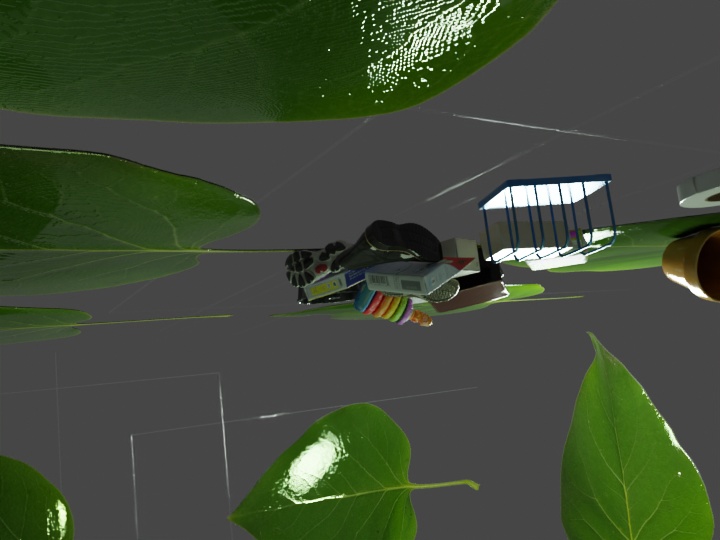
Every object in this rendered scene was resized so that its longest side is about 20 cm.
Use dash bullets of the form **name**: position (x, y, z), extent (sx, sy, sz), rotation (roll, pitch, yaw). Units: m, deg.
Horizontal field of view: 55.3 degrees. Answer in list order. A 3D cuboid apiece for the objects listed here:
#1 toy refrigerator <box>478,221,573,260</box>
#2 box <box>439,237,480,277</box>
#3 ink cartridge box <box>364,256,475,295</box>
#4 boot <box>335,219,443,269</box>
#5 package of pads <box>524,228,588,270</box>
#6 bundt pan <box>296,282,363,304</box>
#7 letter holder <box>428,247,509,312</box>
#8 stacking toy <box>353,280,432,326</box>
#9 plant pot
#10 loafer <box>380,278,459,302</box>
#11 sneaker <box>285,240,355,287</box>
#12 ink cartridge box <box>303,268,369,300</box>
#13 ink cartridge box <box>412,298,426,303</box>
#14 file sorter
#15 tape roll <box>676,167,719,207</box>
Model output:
- **toy refrigerator**: position (0.370, -0.070, 1.537), extent (0.197, 0.071, 0.076), rotation (-3, 163, -26)
- **box**: position (0.183, -0.017, 1.672), extent (0.198, 0.079, 0.094), rotation (-16, 166, 42)
- **ink cartridge box**: position (0.130, -0.010, 1.478), extent (0.159, 0.048, 0.199), rotation (3, -155, 41)
- **boot**: position (0.059, -0.037, 1.408), extent (0.198, 0.078, 0.138), rotation (16, 145, -34)
- **package of pads**: position (0.491, -0.052, 1.726), extent (0.152, 0.069, 0.200), rotation (-9, 171, 18)
- **bundt pan**: position (-0.073, 0.037, 1.806), extent (0.199, 0.077, 0.202), rotation (-7, 170, -1)
- **letter holder**: position (0.274, 0.027, 1.792), extent (0.197, 0.102, 0.142), rotation (-15, 155, 16)
- **stacking toy**: position (0.090, 0.088, 1.693), extent (0.198, 0.111, 0.116), rotation (28, -178, -11)
- **plant pot**: position (0.960, -0.023, 1.934), extent (0.197, 0.204, 0.183), rotation (-4, -174, -14)
- **loafer**: position (0.134, 0.023, 1.585), extent (0.197, 0.069, 0.076), rotation (7, 125, -18)
- **sneaker**: position (-0.081, -0.012, 1.522), extent (0.198, 0.082, 0.083), rotation (-13, 175, 31)
- **ink cartridge box**: position (0.000, 0.000, 1.564), extent (0.196, 0.048, 0.199), rotation (-26, -173, -42)
- **ink cartridge box**: position (0.181, 0.047, 2.025), extent (0.197, 0.087, 0.148), rotation (-10, 170, 7)
- **file sorter**: position (0.334, -0.089, 1.230), extent (0.197, 0.125, 0.139), rotation (-5, 171, -12)
- **tape roll**: position (0.716, -0.165, 1.320), extent (0.199, 0.038, 0.203), rotation (-7, 171, -1)
